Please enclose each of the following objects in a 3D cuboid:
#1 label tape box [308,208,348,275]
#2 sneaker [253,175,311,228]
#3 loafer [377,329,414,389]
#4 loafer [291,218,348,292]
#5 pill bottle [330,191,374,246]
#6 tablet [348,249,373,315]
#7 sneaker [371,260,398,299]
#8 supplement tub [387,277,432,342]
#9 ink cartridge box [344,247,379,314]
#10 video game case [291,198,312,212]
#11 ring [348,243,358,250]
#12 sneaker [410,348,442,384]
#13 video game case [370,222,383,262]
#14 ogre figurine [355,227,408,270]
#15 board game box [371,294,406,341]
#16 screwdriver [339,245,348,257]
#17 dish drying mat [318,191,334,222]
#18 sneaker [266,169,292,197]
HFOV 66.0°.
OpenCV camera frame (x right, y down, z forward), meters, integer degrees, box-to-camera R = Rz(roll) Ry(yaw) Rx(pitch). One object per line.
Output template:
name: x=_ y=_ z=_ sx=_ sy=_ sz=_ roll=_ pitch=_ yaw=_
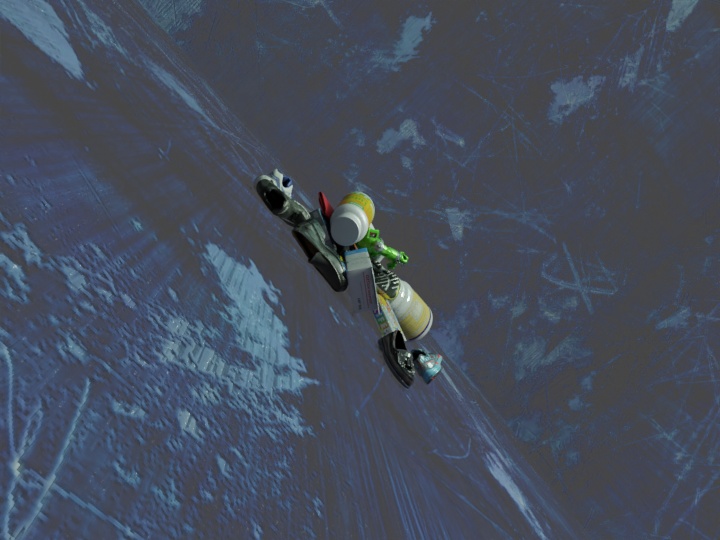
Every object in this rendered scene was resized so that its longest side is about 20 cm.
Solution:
label tape box: x=-0.091 y=-0.060 z=1.593 sx=0.144 sy=0.062 sz=0.204 roll=34 pitch=33 yaw=-75
sneaker: x=-0.201 y=-0.163 z=1.467 sx=0.200 sy=0.066 sz=0.091 roll=43 pitch=9 yaw=-29
loafer: x=0.089 y=0.195 z=1.281 sx=0.072 sy=0.063 sz=0.200 roll=46 pitch=5 yaw=-22
loafer: x=-0.103 y=-0.029 z=1.373 sx=0.072 sy=0.073 sz=0.202 roll=-25 pitch=78 yaw=-45
pill bottle: x=-0.025 y=-0.144 z=1.576 sx=0.111 sy=0.110 sz=0.201 roll=47 pitch=23 yaw=-11
tablet: x=-0.003 y=0.032 z=1.643 sx=0.130 sy=0.013 sz=0.205 roll=-147 pitch=-144 yaw=-83
sneaker: x=0.064 y=0.046 z=1.708 sx=0.200 sy=0.076 sz=0.093 roll=-129 pitch=-146 yaw=-58
supplement tub: x=0.131 y=0.125 z=1.801 sx=0.200 sy=0.145 sz=0.146 roll=46 pitch=4 yaw=-37
ink cartridge box: x=0.001 y=0.030 z=1.423 sx=0.201 sy=0.066 sz=0.119 roll=-104 pitch=-176 yaw=-71
video game case: x=-0.191 y=-0.199 z=1.763 sx=0.198 sy=0.019 sz=0.143 roll=35 pitch=6 yaw=8
ring: x=0.000 y=0.000 z=1.643 sx=0.200 sy=0.019 sz=0.205 roll=158 pitch=-89 yaw=-85
sneaker: x=0.193 y=0.265 z=1.662 sx=0.096 sy=0.079 sz=0.200 roll=46 pitch=4 yaw=2
video game case: x=-0.004 y=-0.078 z=1.858 sx=0.022 sy=0.183 sz=0.203 roll=-2 pitch=54 yaw=-38
ogre figurine: x=0.042 y=-0.070 z=1.691 sx=0.119 sy=0.099 sz=0.200 roll=28 pitch=15 yaw=-45
board game box: x=0.075 y=0.143 z=1.587 sx=0.137 sy=0.034 sz=0.200 roll=66 pitch=8 yaw=13
screwdriver: x=-0.044 y=-0.088 z=1.615 sx=0.027 sy=0.029 sz=0.201 roll=26 pitch=25 yaw=-11
dish drying mat: x=-0.082 y=-0.155 z=1.643 sx=0.200 sy=0.018 sz=0.078 roll=54 pitch=17 yaw=-65
sneaker: x=-0.220 y=-0.220 z=1.596 sx=0.075 sy=0.088 sz=0.200 roll=47 pitch=2 yaw=18
